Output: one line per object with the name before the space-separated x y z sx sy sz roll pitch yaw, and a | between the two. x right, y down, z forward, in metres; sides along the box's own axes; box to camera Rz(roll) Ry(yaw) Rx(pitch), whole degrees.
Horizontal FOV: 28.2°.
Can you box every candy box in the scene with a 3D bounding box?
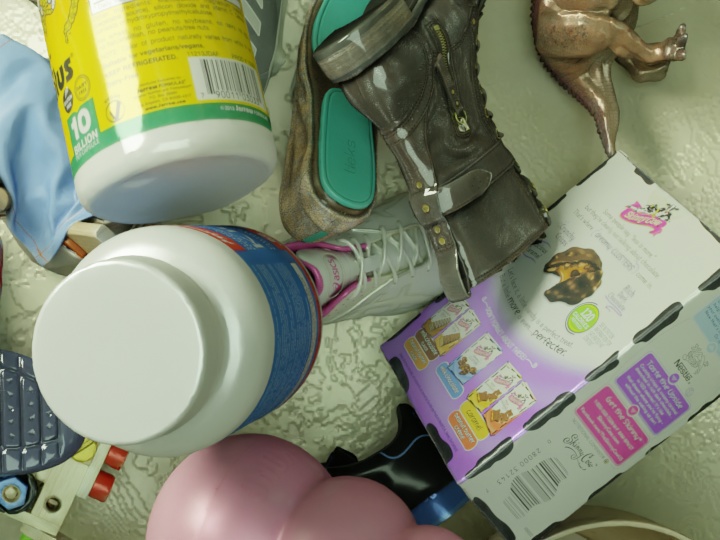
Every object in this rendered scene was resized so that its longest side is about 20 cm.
candy box | 0.126 0.042 0.850 0.199 0.168 0.072 -39 118 5

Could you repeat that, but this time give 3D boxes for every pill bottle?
pill bottle | -0.090 0.033 0.736 0.111 0.200 0.114 0 92 9
pill bottle | -0.120 -0.138 0.792 0.111 0.113 0.202 -13 77 -5

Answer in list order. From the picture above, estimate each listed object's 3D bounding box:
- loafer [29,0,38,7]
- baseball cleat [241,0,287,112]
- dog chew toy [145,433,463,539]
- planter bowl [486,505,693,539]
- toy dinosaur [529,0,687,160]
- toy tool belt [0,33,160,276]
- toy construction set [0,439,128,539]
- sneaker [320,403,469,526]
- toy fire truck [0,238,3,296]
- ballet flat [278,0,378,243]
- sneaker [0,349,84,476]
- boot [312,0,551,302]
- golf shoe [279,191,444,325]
loafer | -0.181 -0.187 0.872 0.200 0.063 0.072 43 90 -7
baseball cleat | -0.088 -0.170 0.882 0.105 0.070 0.202 15 81 -15
dog chew toy | -0.021 0.166 0.802 0.198 0.124 0.126 12 92 25
planter bowl | 0.129 0.234 0.890 0.198 0.135 0.203 -2 98 -11
toy dinosaur | 0.138 -0.178 0.903 0.134 0.086 0.202 5 110 4
toy tool belt | -0.202 -0.082 0.846 0.125 0.123 0.200 -43 96 -2
toy construction set | -0.151 0.118 0.878 0.130 0.092 0.202 25 75 -12
sneaker | -0.024 0.166 0.913 0.199 0.070 0.078 -35 82 -3
toy fire truck | -0.297 0.046 0.785 0.197 0.049 0.142 -8 54 3
ballet flat | -0.020 -0.102 0.880 0.068 0.067 0.202 25 52 -20
sneaker | -0.251 0.089 0.835 0.197 0.082 0.075 -2 73 7
boot | 0.062 -0.092 0.863 0.175 0.069 0.200 57 45 -12
golf shoe | 0.000 0.000 0.890 0.198 0.092 0.076 -20 94 -6
